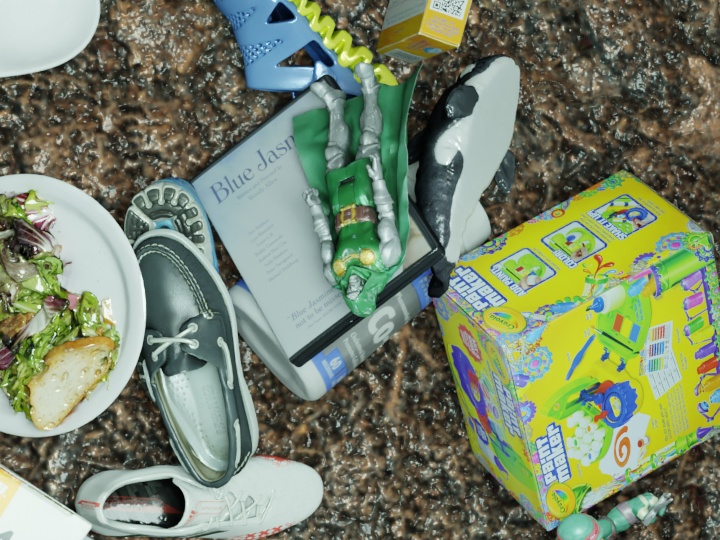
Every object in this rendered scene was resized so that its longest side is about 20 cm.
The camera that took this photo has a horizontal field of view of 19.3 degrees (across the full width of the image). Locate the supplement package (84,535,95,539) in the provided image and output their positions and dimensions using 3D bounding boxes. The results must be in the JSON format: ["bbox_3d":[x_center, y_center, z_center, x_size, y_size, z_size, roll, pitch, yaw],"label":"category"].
[{"bbox_3d":[-0.154,0.291,1.585,0.200,0.110,0.114,27,80,22],"label":"supplement package"}]

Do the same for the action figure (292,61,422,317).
[{"bbox_3d":[-0.002,-0.055,1.557,0.055,0.118,0.200,31,45,-45],"label":"action figure"}]

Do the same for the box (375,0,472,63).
[{"bbox_3d":[0.071,-0.272,1.706,0.041,0.119,0.200,19,84,-15],"label":"box"}]

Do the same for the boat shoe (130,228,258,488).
[{"bbox_3d":[-0.127,0.068,1.595,0.076,0.060,0.200,-17,106,18],"label":"boat shoe"}]

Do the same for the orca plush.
[{"bbox_3d":[0.065,-0.077,1.638,0.105,0.071,0.200,25,71,-52],"label":"orca plush"}]

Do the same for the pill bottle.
[{"bbox_3d":[0.000,0.000,1.681,0.200,0.114,0.114,-40,99,-13],"label":"pill bottle"}]

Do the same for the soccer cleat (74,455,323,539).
[{"bbox_3d":[-0.122,0.181,1.656,0.200,0.085,0.069,0,88,-16],"label":"soccer cleat"}]

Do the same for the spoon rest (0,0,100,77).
[{"bbox_3d":[-0.287,-0.173,1.631,0.200,0.061,0.099,-43,100,-12],"label":"spoon rest"}]

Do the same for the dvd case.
[{"bbox_3d":[-0.036,-0.041,1.614,0.143,0.018,0.200,-38,54,9],"label":"dvd case"}]

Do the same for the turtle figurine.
[{"bbox_3d":[0.198,0.242,1.690,0.101,0.200,0.150,7,53,20],"label":"turtle figurine"}]

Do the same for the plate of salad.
[{"bbox_3d":[-0.256,0.028,1.595,0.200,0.048,0.200,2,95,21],"label":"plate of salad"}]

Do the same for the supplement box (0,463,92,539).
[{"bbox_3d":[-0.281,0.174,1.551,0.126,0.200,0.074,34,80,-12],"label":"supplement box"}]

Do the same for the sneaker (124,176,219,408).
[{"bbox_3d":[-0.133,0.019,1.660,0.078,0.090,0.200,0,110,7],"label":"sneaker"}]

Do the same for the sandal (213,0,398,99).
[{"bbox_3d":[-0.063,-0.177,1.690,0.200,0.079,0.087,41,82,-10],"label":"sandal"}]

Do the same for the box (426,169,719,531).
[{"bbox_3d":[0.180,0.063,1.683,0.193,0.122,0.200,-28,129,-16],"label":"box"}]
